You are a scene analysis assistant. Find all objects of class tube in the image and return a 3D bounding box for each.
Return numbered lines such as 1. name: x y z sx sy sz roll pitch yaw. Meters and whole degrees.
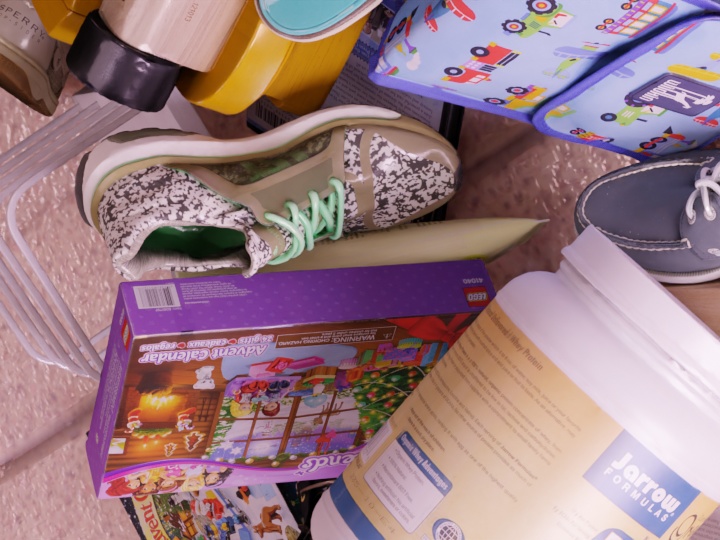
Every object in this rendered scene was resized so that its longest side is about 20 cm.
1. tube: 0.000 0.000 1.243 0.058 0.199 0.052 -115 15 -55

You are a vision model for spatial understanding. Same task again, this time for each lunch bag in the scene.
1. lunch bag: 0.129 -0.121 1.131 0.150 0.199 0.095 -36 37 52

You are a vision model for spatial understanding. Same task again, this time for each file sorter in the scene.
1. file sorter: -0.145 -0.018 1.340 0.139 0.124 0.200 58 164 -13

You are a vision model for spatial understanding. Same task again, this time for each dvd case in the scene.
1. dvd case: 0.000 -0.121 1.285 0.142 0.018 0.201 34 141 23

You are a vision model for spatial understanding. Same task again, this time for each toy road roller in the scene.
1. toy road roller: -0.083 -0.156 1.231 0.123 0.145 0.200 -60 34 18

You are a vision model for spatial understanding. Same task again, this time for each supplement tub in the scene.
1. supplement tub: 0.088 0.093 1.107 0.145 0.145 0.200 43 96 23

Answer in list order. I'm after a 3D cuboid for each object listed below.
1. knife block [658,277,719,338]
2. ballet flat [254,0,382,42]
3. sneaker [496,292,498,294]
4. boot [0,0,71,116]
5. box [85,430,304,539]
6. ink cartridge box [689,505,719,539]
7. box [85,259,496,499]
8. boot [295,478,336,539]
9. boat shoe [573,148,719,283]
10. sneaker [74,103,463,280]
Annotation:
1. knife block: 0.242 0.022 1.135 0.200 0.064 0.176 47 127 21
2. ballet flat: 0.020 -0.196 1.119 0.070 0.069 0.200 47 114 20
3. sneaker: 0.087 0.108 1.295 0.081 0.076 0.201 41 129 48
4. boot: -0.178 -0.177 1.422 0.072 0.200 0.155 34 88 -6
5. box: -0.080 0.156 1.468 0.136 0.038 0.201 -38 77 40
6. ink cartridge box: 0.114 0.155 1.231 0.199 0.045 0.177 16 115 2
7. box: -0.037 0.058 1.227 0.137 0.199 0.039 108 151 -47
8. boot: -0.029 0.159 1.348 0.073 0.150 0.201 -20 89 42
9. boat shoe: 0.190 -0.039 1.137 0.199 0.062 0.073 0 63 30
10. sneaker: -0.043 -0.025 1.182 0.089 0.198 0.077 -102 6 -48
